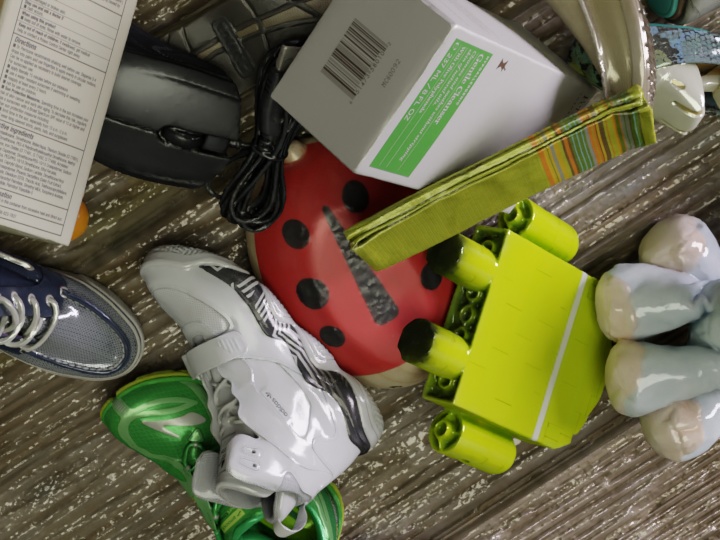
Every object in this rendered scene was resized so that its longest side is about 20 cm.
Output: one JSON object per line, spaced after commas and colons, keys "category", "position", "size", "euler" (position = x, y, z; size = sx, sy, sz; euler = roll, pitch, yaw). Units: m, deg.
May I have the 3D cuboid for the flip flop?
{"category": "flip flop", "position": [-0.061, -0.148, 1.111], "size": [0.199, 0.058, 0.081], "euler": [-22, 107, 15]}

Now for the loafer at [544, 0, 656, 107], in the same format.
{"category": "loafer", "position": [0.138, -0.186, 1.108], "size": [0.068, 0.076, 0.201], "euler": [-16, 83, 13]}

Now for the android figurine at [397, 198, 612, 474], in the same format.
{"category": "android figurine", "position": [0.107, 0.047, 1.187], "size": [0.199, 0.041, 0.183], "euler": [24, 80, -45]}

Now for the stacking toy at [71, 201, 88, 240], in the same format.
{"category": "stacking toy", "position": [-0.244, -0.080, 1.080], "size": [0.116, 0.110, 0.200], "euler": [-44, 124, 11]}

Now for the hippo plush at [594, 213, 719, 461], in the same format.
{"category": "hippo plush", "position": [0.268, 0.052, 1.171], "size": [0.200, 0.161, 0.160], "euler": [35, 70, -19]}

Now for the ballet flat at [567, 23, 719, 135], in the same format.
{"category": "ballet flat", "position": [0.237, -0.122, 1.166], "size": [0.199, 0.074, 0.075], "euler": [2, 110, -12]}

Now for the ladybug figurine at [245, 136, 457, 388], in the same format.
{"category": "ladybug figurine", "position": [0.000, 0.000, 1.168], "size": [0.135, 0.072, 0.200], "euler": [-34, 113, 3]}

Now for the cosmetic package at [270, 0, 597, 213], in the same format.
{"category": "cosmetic package", "position": [0.050, -0.110, 1.072], "size": [0.200, 0.085, 0.108], "euler": [9, 119, -57]}

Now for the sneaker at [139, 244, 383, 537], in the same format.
{"category": "sneaker", "position": [-0.084, 0.079, 1.142], "size": [0.200, 0.075, 0.115], "euler": [43, 57, -9]}

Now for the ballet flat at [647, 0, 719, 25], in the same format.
{"category": "ballet flat", "position": [0.216, -0.249, 1.106], "size": [0.063, 0.067, 0.201], "euler": [-20, 134, -15]}

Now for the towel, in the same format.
{"category": "towel", "position": [0.089, -0.051, 1.073], "size": [0.199, 0.086, 0.018], "euler": [-26, 70, 8]}

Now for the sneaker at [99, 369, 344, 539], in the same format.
{"category": "sneaker", "position": [-0.087, 0.138, 1.194], "size": [0.200, 0.084, 0.074], "euler": [35, 110, -21]}

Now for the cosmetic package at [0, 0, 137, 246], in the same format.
{"category": "cosmetic package", "position": [-0.196, -0.125, 0.997], "size": [0.105, 0.071, 0.201], "euler": [22, 82, -56]}

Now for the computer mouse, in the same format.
{"category": "computer mouse", "position": [-0.132, -0.103, 1.079], "size": [0.199, 0.053, 0.139], "euler": [21, 121, 0]}

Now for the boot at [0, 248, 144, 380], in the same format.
{"category": "boot", "position": [-0.228, 0.029, 1.121], "size": [0.199, 0.090, 0.073], "euler": [26, 104, -20]}
